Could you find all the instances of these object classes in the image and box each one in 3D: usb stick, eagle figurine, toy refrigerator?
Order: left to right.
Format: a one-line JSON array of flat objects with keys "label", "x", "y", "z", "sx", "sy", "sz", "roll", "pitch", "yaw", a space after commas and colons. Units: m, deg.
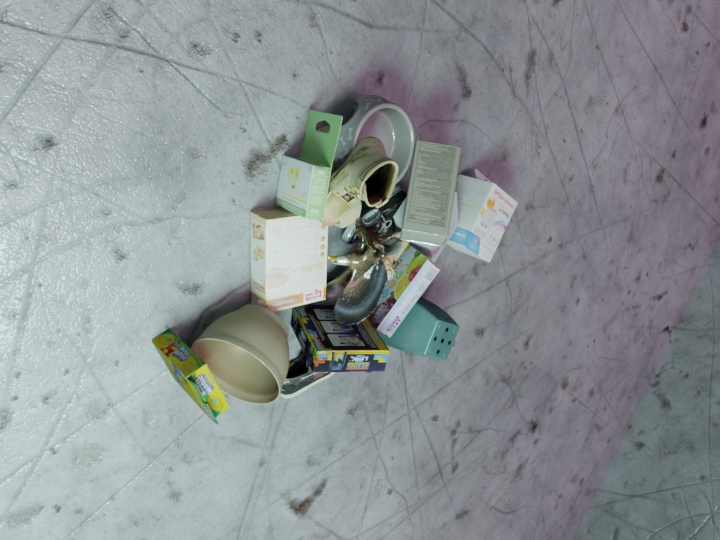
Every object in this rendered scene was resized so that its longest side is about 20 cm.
[{"label": "toy refrigerator", "x": -0.057, "y": -0.199, "z": 1.363, "sx": 0.070, "sy": 0.076, "sz": 0.202, "roll": -29, "pitch": 124, "yaw": -29}, {"label": "eagle figurine", "x": -0.007, "y": -0.002, "z": 1.401, "sx": 0.152, "sy": 0.150, "sz": 0.202, "roll": -44, "pitch": 152, "yaw": -57}, {"label": "usb stick", "x": 0.025, "y": -0.128, "z": 1.311, "sx": 0.055, "sy": 0.200, "sz": 0.033, "roll": -34, "pitch": 100, "yaw": 10}]

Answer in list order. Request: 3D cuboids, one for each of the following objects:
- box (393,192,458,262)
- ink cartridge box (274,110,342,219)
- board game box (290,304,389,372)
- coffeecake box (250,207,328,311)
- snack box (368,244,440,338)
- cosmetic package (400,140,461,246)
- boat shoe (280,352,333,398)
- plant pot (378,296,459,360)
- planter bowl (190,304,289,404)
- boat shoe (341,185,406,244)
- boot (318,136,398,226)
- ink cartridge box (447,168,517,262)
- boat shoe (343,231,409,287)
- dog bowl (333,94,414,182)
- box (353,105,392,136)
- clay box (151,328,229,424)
[{"label": "box", "x": 0.160, "y": -0.118, "z": 1.508, "sx": 0.125, "sy": 0.097, "sz": 0.200, "roll": -56, "pitch": 163, "yaw": -8}, {"label": "ink cartridge box", "x": -0.105, "y": -0.214, "z": 1.265, "sx": 0.047, "sy": 0.145, "sz": 0.202, "roll": 2, "pitch": 105, "yaw": -33}, {"label": "board game box", "x": -0.049, "y": 0.145, "z": 1.390, "sx": 0.163, "sy": 0.200, "sz": 0.057, "roll": 4, "pitch": 114, "yaw": -22}, {"label": "coffeecake box", "x": -0.150, "y": -0.027, "z": 1.349, "sx": 0.152, "sy": 0.073, "sz": 0.202, "roll": -12, "pitch": 114, "yaw": -37}, {"label": "snack box", "x": 0.083, "y": 0.040, "z": 1.505, "sx": 0.053, "sy": 0.142, "sz": 0.201, "roll": 35, "pitch": 93, "yaw": -31}, {"label": "cosmetic package", "x": 0.149, "y": -0.164, "z": 1.366, "sx": 0.087, "sy": 0.102, "sz": 0.202, "roll": 88, "pitch": 14, "yaw": -78}, {"label": "boat shoe", "x": -0.109, "y": 0.218, "z": 1.482, "sx": 0.199, "sy": 0.072, "sz": 0.068, "roll": -30, "pitch": 128, "yaw": -27}, {"label": "plant pot", "x": 0.134, "y": 0.138, "z": 1.574, "sx": 0.141, "sy": 0.199, "sz": 0.143, "roll": 19, "pitch": 94, "yaw": -44}, {"label": "planter bowl", "x": -0.226, "y": 0.156, "z": 1.296, "sx": 0.201, "sy": 0.198, "sz": 0.135, "roll": 64, "pitch": 37, "yaw": -36}, {"label": "boat shoe", "x": 0.042, "y": -0.116, "z": 1.473, "sx": 0.199, "sy": 0.068, "sz": 0.074, "roll": -40, "pitch": 162, "yaw": -28}, {"label": "boot", "x": -0.008, "y": -0.147, "z": 1.210, "sx": 0.072, "sy": 0.156, "sz": 0.200, "roll": 32, "pitch": 105, "yaw": -27}, {"label": "ink cartridge box", "x": 0.302, "y": -0.148, "z": 1.657, "sx": 0.128, "sy": 0.125, "sz": 0.202, "roll": 26, "pitch": 90, "yaw": -43}, {"label": "boat shoe", "x": 0.048, "y": -0.002, "z": 1.484, "sx": 0.200, "sy": 0.069, "sz": 0.073, "roll": -47, "pitch": 148, "yaw": 19}, {"label": "dog bowl", "x": 0.034, "y": -0.260, "z": 1.329, "sx": 0.199, "sy": 0.058, "sz": 0.203, "roll": -16, "pitch": 116, "yaw": -37}, {"label": "box", "x": 0.027, "y": -0.261, "z": 1.414, "sx": 0.064, "sy": 0.070, "sz": 0.202, "roll": -17, "pitch": 117, "yaw": -35}, {"label": "clay box", "x": -0.317, "y": 0.200, "z": 1.208, "sx": 0.047, "sy": 0.199, "sz": 0.116, "roll": -36, "pitch": 127, "yaw": -24}]
